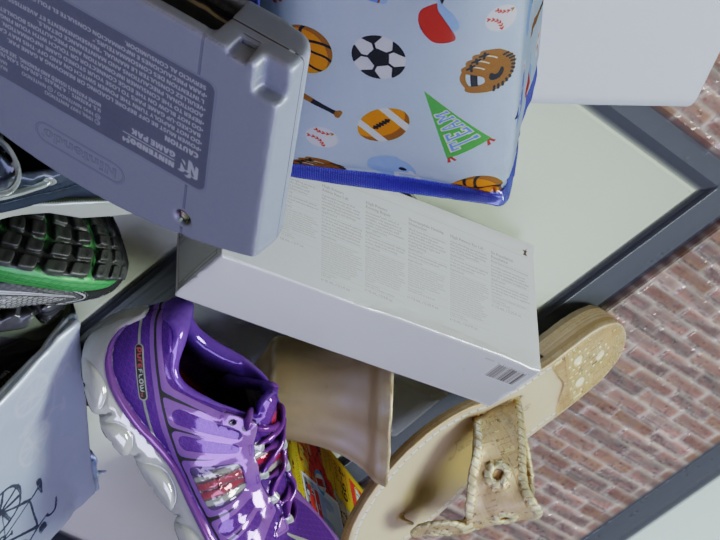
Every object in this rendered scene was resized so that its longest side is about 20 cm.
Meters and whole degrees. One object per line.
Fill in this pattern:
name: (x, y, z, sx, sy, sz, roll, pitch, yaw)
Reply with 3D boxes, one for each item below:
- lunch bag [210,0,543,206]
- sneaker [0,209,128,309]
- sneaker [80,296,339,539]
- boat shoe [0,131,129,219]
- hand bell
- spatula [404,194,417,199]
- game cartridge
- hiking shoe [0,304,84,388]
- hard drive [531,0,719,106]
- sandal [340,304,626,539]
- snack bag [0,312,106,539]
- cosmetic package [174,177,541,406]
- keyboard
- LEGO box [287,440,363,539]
lunch bag: (-0.019, -0.128, 1.167, 0.199, 0.124, 0.171, 10, 136, 7)
sneaker: (-0.214, -0.007, 1.282, 0.199, 0.078, 0.085, 2, 137, -12)
sneaker: (-0.064, 0.098, 1.345, 0.083, 0.081, 0.200, -25, 118, 25)
boat shoe: (-0.176, -0.056, 1.235, 0.199, 0.075, 0.062, -4, 140, -20)
hand bell: (-0.082, 0.063, 1.409, 0.199, 0.104, 0.104, 2, 139, -2)
spatula: (0.019, -0.038, 1.377, 0.056, 0.021, 0.200, -26, 140, 22)
game cartridge: (-0.114, -0.092, 1.153, 0.040, 0.199, 0.134, -44, 158, -41)
hiking shoe: (-0.238, 0.060, 1.344, 0.199, 0.076, 0.101, -17, 138, -4)
hard drive: (0.097, -0.137, 1.289, 0.199, 0.026, 0.132, -1, 137, -22)
sandal: (0.086, 0.108, 1.469, 0.212, 0.070, 0.078, -40, 146, -16)
snack bag: (-0.205, 0.129, 1.341, 0.200, 0.021, 0.189, -49, 159, -28)
cosmetic package: (0.000, 0.000, 1.341, 0.199, 0.083, 0.051, 21, 143, -28)
keyboard: (-0.027, 0.049, 1.472, 0.056, 0.011, 0.200, -36, 138, 27)
LEGO box: (-0.038, 0.197, 1.483, 0.077, 0.201, 0.149, -20, 142, 13)
